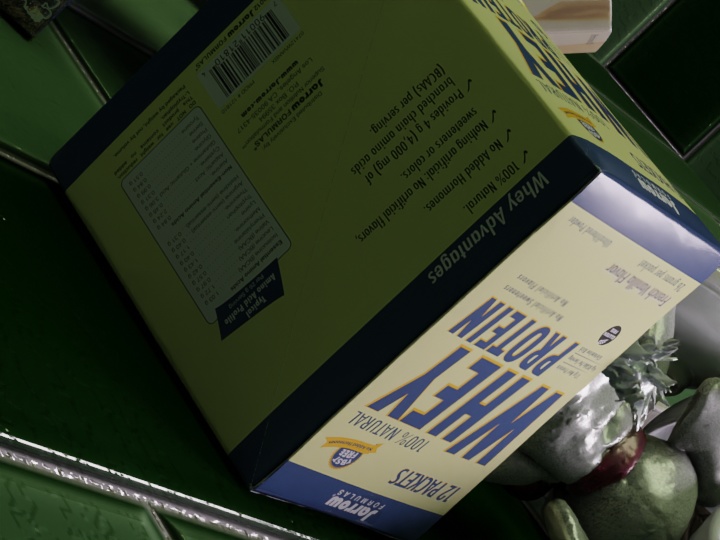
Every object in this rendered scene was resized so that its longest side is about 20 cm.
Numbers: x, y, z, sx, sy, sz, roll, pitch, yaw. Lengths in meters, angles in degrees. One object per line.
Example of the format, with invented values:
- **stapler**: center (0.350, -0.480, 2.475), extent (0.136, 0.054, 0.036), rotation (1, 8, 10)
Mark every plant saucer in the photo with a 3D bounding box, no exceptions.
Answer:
- **plant saucer**: center (0.139, 0.024, 1.281), extent (0.200, 0.050, 0.200), rotation (26, -13, 6)

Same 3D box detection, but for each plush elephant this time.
- **plush elephant**: center (0.106, 0.079, 1.129), extent (0.200, 0.165, 0.155), rotation (30, -36, 57)

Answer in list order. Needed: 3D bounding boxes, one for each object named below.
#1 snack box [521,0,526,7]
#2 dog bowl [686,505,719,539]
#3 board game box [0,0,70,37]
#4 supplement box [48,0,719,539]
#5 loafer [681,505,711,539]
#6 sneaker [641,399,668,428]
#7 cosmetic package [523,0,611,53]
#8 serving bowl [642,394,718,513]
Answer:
- **snack box**: center (-0.012, -0.191, 1.316), extent (0.169, 0.068, 0.200), rotation (13, -33, 51)
- **dog bowl**: center (0.222, 0.205, 1.104), extent (0.200, 0.079, 0.200), rotation (30, 28, -18)
- **board game box**: center (-0.202, -0.239, 1.223), extent (0.200, 0.097, 0.159), rotation (44, 12, -11)
- **supplement box**: center (0.009, -0.026, 1.013), extent (0.134, 0.200, 0.200), rotation (26, 25, -55)
- **loafer**: center (0.183, 0.179, 1.259), extent (0.200, 0.067, 0.076), rotation (33, 40, 6)
- **sneaker**: center (0.139, 0.076, 1.415), extent (0.200, 0.075, 0.106), rotation (38, 14, -30)
- **cosmetic package**: center (0.060, -0.179, 1.518), extent (0.105, 0.200, 0.071), rotation (69, 18, -87)
- **serving bowl**: center (0.242, 0.136, 1.285), extent (0.200, 0.200, 0.066), rotation (45, 49, -8)
